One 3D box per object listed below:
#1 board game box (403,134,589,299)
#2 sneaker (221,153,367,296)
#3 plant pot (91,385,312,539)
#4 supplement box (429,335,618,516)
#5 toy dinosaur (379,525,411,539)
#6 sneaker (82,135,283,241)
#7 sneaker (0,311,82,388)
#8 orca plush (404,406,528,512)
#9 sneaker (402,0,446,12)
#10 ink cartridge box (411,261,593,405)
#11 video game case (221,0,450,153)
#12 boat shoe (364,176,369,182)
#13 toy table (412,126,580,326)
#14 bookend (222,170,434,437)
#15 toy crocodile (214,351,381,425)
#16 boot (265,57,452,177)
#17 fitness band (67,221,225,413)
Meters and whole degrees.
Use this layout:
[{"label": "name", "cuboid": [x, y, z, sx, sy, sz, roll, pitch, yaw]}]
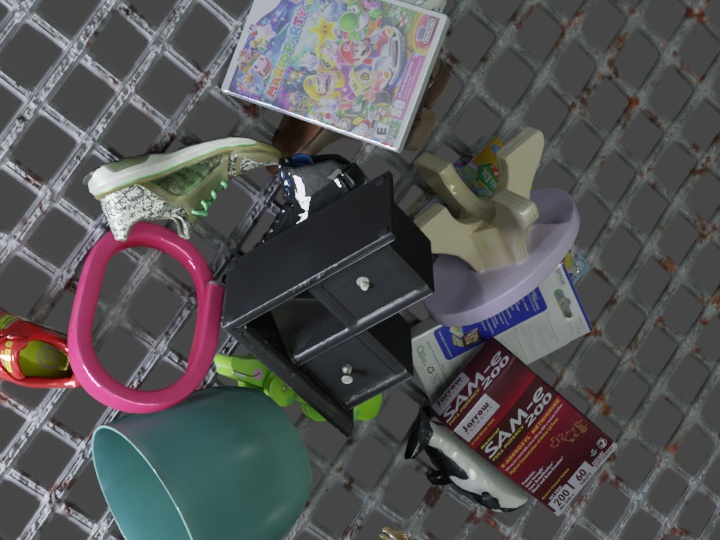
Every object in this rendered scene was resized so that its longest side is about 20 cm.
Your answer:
[{"label": "board game box", "cuboid": [0.154, -0.033, 1.632, 0.134, 0.034, 0.200, -44, 113, -13]}, {"label": "sneaker", "cuboid": [-0.074, -0.054, 1.470, 0.199, 0.073, 0.112, -25, 101, 22]}, {"label": "plant pot", "cuboid": [-0.145, 0.208, 1.444, 0.161, 0.200, 0.201, -27, 108, -28]}, {"label": "supplement box", "cuboid": [0.182, 0.174, 1.608, 0.200, 0.061, 0.109, 39, 91, -32]}, {"label": "toy dinosaur", "cuboid": [0.078, 0.380, 1.646, 0.101, 0.058, 0.200, -45, 113, -14]}, {"label": "sneaker", "cuboid": [-0.170, -0.077, 1.444, 0.199, 0.077, 0.089, -14, 90, -15]}, {"label": "sneaker", "cuboid": [-0.346, 0.069, 1.383, 0.199, 0.085, 0.077, 13, 91, -27]}, {"label": "orca plush", "cuboid": [0.103, 0.229, 1.627, 0.071, 0.106, 0.200, -34, 145, 23]}, {"label": "sneaker", "cuboid": [0.077, -0.314, 1.540, 0.200, 0.075, 0.087, -35, 117, -8]}, {"label": "ink cartridge box", "cuboid": [0.149, 0.069, 1.610, 0.199, 0.037, 0.095, -26, 112, 2]}, {"label": "video game case", "cuboid": [-0.026, -0.215, 1.456, 0.199, 0.018, 0.144, 20, 89, 17]}, {"label": "boat shoe", "cuboid": [-0.001, 0.000, 1.543, 0.068, 0.074, 0.200, -9, 93, -9]}, {"label": "toy table", "cuboid": [0.132, -0.049, 1.513, 0.200, 0.183, 0.117, -48, 131, -24]}, {"label": "bookend", "cuboid": [0.004, 0.038, 1.417, 0.198, 0.092, 0.200, -28, 127, 22]}, {"label": "toy crocodile", "cuboid": [-0.063, 0.120, 1.536, 0.199, 0.067, 0.062, 22, 81, -28]}, {"label": "boot", "cuboid": [0.008, -0.160, 1.528, 0.146, 0.070, 0.200, 25, 107, -41]}, {"label": "fitness band", "cuboid": [-0.208, 0.045, 1.418, 0.143, 0.037, 0.201, 19, 57, -20]}]
